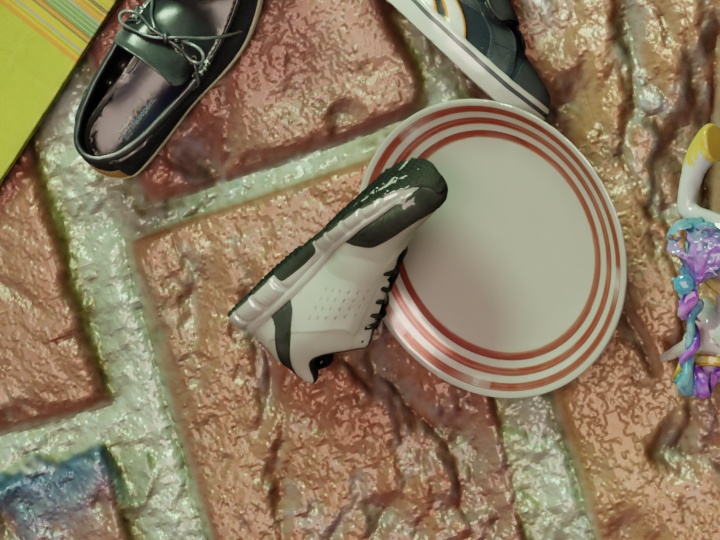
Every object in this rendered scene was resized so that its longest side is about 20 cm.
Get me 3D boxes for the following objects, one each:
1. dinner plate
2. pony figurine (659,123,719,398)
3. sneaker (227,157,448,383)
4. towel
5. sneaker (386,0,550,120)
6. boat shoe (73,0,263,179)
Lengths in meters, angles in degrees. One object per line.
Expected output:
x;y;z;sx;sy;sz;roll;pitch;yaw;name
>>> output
0.086;-0.015;1.715;0.199;0.024;0.201;11;112;28;dinner plate
0.267;-0.001;1.636;0.193;0.166;0.201;18;103;47;pony figurine
0.000;0.000;1.726;0.080;0.074;0.200;48;131;-1;sneaker
-0.238;-0.147;1.829;0.086;0.018;0.200;38;103;17;towel
0.062;-0.182;1.707;0.200;0.078;0.079;45;94;3;sneaker
-0.129;-0.148;1.773;0.074;0.062;0.200;37;101;13;boat shoe
